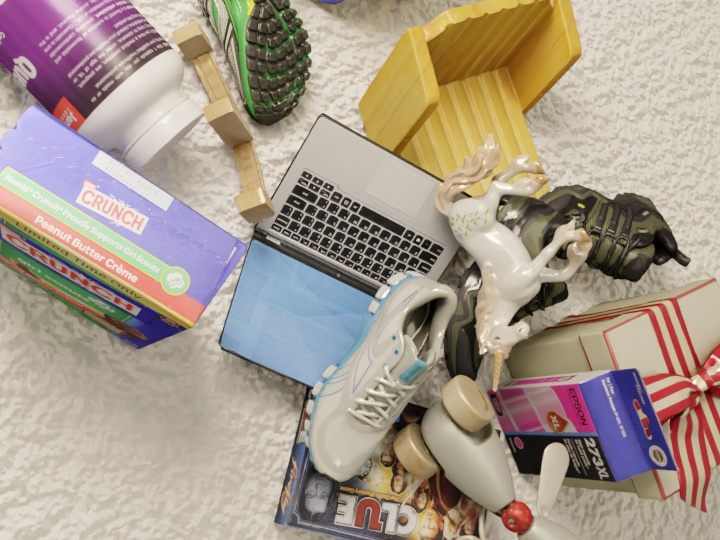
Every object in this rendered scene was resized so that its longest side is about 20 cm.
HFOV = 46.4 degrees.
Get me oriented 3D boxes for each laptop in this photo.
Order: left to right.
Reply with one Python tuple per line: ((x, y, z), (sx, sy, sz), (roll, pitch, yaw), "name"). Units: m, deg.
((0.000, 0.000, 0.761), (0.187, 0.116, 0.200), (26, 108, -20), "laptop")

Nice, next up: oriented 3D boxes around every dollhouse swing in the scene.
((0.133, -0.144, 0.838), (0.200, 0.182, 0.176), (-21, 78, -28), "dollhouse swing")

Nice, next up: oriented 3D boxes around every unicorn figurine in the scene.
((0.136, -0.011, 0.760), (0.200, 0.137, 0.074), (61, 16, 20), "unicorn figurine")

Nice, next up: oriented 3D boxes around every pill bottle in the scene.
((-0.226, -0.179, 0.692), (0.200, 0.112, 0.112), (48, 65, -10), "pill bottle")

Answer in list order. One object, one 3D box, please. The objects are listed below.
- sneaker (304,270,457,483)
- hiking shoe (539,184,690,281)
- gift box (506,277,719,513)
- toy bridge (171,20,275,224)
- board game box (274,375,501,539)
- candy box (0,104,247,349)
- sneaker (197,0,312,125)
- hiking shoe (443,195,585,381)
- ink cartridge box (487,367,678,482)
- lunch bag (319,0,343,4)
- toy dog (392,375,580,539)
((0.020, 0.089, 0.717), (0.075, 0.087, 0.200), (30, 80, -21), "sneaker")
((0.260, -0.035, 0.890), (0.200, 0.076, 0.101), (-6, 40, -27), "hiking shoe")
((0.290, 0.127, 0.840), (0.184, 0.187, 0.200), (-26, 91, -27), "gift box")
((-0.119, -0.131, 0.758), (0.027, 0.067, 0.200), (-24, 71, 4), "toy bridge")
((0.031, 0.191, 0.789), (0.200, 0.035, 0.136), (19, 73, -21), "board game box")
((-0.198, -0.019, 0.626), (0.169, 0.200, 0.077), (35, 67, -16), "candy box")
((-0.105, -0.236, 0.788), (0.078, 0.085, 0.200), (-19, 104, -41), "sneaker")
((0.147, 0.024, 0.816), (0.101, 0.076, 0.200), (20, 96, 15), "hiking shoe")
((0.199, 0.146, 0.785), (0.037, 0.200, 0.095), (-21, 89, -27), "ink cartridge box")
((0.008, -0.343, 0.797), (0.200, 0.170, 0.128), (-4, 81, -32), "lunch bag")
((0.120, 0.182, 0.764), (0.200, 0.132, 0.096), (66, 24, -6), "toy dog")
